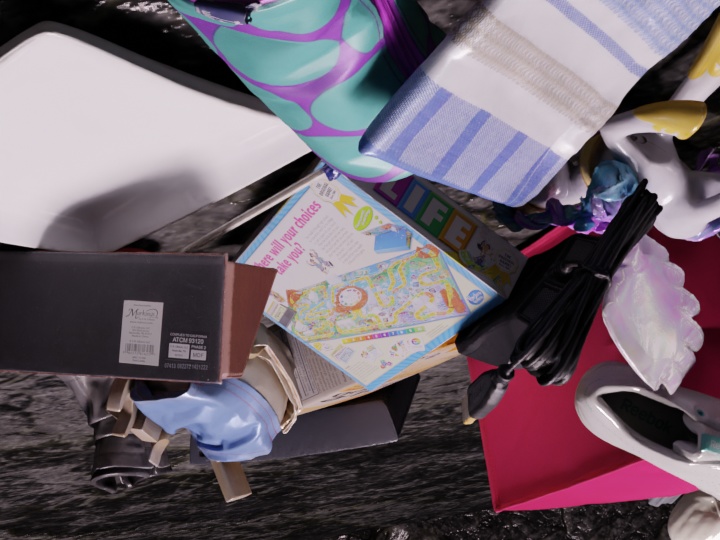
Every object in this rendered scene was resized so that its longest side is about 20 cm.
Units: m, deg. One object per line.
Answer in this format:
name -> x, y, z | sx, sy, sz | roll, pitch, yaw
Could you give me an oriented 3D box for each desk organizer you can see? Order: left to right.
desk organizer -> -0.154, 0.027, 0.753 | 0.198, 0.073, 0.077 | 1, 176, 21

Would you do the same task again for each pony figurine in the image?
pony figurine -> 0.187, -0.044, 0.748 | 0.192, 0.168, 0.199 | 37, 144, -23

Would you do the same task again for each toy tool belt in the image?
toy tool belt -> -0.122, 0.081, 0.877 | 0.124, 0.124, 0.200 | -6, 152, 26

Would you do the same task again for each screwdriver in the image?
screwdriver -> -0.029, -0.045, 0.685 | 0.199, 0.029, 0.028 | -33, -176, 31

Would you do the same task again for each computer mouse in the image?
computer mouse -> 0.096, 0.040, 0.690 | 0.141, 0.046, 0.200 | -52, -176, -25

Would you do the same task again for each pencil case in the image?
pencil case -> -0.013, -0.102, 0.504 | 0.092, 0.086, 0.200 | 18, 172, 20

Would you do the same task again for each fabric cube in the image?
fabric cube -> 0.222, 0.074, 1.009 | 0.197, 0.202, 0.196 | 2, 160, -30

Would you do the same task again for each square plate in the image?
square plate -> -0.148, -0.063, 0.645 | 0.197, 0.029, 0.199 | -23, 159, 33

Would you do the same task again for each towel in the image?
towel -> 0.101, -0.106, 0.521 | 0.200, 0.024, 0.146 | -46, 155, 18

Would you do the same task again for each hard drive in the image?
hard drive -> -0.052, 0.123, 1.143 | 0.198, 0.043, 0.135 | -9, -160, 17

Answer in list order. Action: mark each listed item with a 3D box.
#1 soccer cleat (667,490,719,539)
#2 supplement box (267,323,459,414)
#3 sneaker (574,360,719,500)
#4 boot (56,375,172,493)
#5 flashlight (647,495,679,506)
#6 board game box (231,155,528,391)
soccer cleat -> 0.379, 0.205, 1.154 | 0.198, 0.070, 0.078 | -21, 156, 7
supplement box -> 0.018, 0.050, 0.979 | 0.125, 0.074, 0.199 | -11, 168, -46
sneaker -> 0.234, 0.114, 0.804 | 0.198, 0.076, 0.088 | 17, 178, 10
boot -> -0.195, 0.092, 0.922 | 0.069, 0.133, 0.200 | -15, 162, 21
flashlight -> 0.312, 0.136, 1.109 | 0.067, 0.068, 0.201 | 4, 133, -28
board game box -> 0.000, 0.000, 0.788 | 0.134, 0.034, 0.200 | 36, 150, -8
